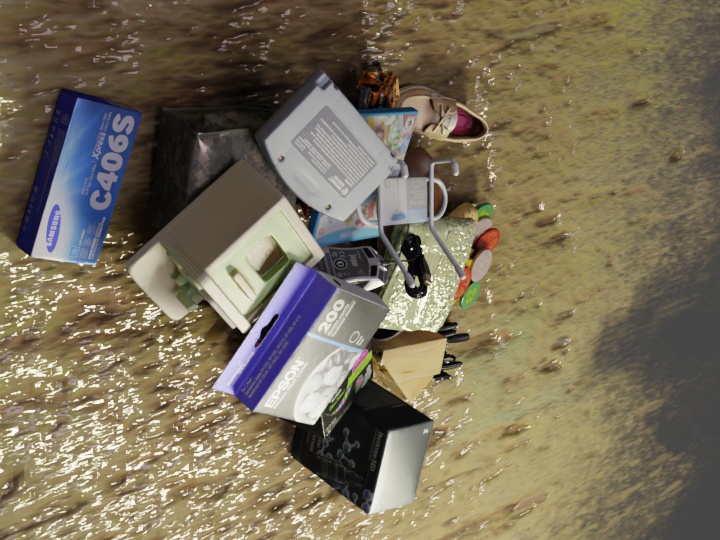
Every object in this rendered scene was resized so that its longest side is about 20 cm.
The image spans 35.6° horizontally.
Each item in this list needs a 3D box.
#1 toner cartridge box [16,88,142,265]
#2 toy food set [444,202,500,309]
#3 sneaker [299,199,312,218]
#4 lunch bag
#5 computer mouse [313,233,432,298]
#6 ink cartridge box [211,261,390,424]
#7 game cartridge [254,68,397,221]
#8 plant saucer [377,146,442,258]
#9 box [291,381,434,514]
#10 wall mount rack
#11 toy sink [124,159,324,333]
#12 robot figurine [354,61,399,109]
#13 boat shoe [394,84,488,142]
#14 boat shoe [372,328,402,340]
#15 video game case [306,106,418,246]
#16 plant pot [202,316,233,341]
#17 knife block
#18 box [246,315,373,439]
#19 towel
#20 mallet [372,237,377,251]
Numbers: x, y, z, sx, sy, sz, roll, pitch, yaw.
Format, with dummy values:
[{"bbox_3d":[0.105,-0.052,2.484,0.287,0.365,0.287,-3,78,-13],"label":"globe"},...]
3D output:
[{"bbox_3d":[-0.341,-0.110,1.358,0.095,0.043,0.201,8,105,-45],"label":"toner cartridge box"},{"bbox_3d":[0.166,-0.023,1.885,0.198,0.049,0.201,0,113,-56],"label":"toy food set"},{"bbox_3d":[-0.065,-0.155,1.589,0.071,0.098,0.201,-33,154,-27],"label":"sneaker"},{"bbox_3d":[-0.164,-0.128,1.470,0.199,0.117,0.165,-8,119,-37],"label":"lunch bag"},{"bbox_3d":[0.000,0.000,1.583,0.199,0.110,0.044,-3,142,-15],"label":"computer mouse"},{"bbox_3d":[-0.071,0.100,1.454,0.199,0.043,0.200,-56,146,7],"label":"ink cartridge box"},{"bbox_3d":[-0.046,-0.153,1.446,0.133,0.041,0.200,-48,137,-3],"label":"game cartridge"},{"bbox_3d":[0.085,-0.090,1.745,0.200,0.036,0.201,-49,148,-46],"label":"plant saucer"},{"bbox_3d":[0.000,0.268,1.780,0.107,0.200,0.149,-4,114,-44],"label":"box"},{"bbox_3d":[0.083,-0.070,1.582,0.199,0.074,0.175,-8,98,-46],"label":"wall mount rack"},{"bbox_3d":[-0.164,-0.010,1.379,0.200,0.112,0.131,-42,140,-8],"label":"toy sink"},{"bbox_3d":[0.019,-0.200,1.621,0.145,0.058,0.201,-71,169,-56],"label":"robot figurine"},{"bbox_3d":[0.125,-0.239,1.733,0.199,0.069,0.074,1,110,-45],"label":"boat shoe"},{"bbox_3d":[0.085,0.038,1.788,0.201,0.074,0.063,-45,178,18],"label":"boat shoe"},{"bbox_3d":[0.001,-0.130,1.555,0.143,0.018,0.201,-12,128,-45],"label":"video game case"},{"bbox_3d":[-0.143,0.025,1.537,0.027,0.200,0.200,41,77,-3],"label":"plant pot"},{"bbox_3d":[0.102,0.126,1.910,0.176,0.064,0.200,-49,136,-15],"label":"knife block"},{"bbox_3d":[-0.071,0.114,1.642,0.149,0.124,0.201,-49,148,-38],"label":"box"},{"bbox_3d":[0.095,0.006,1.714,0.148,0.036,0.201,1,118,-31],"label":"towel"},{"bbox_3d":[-0.022,-0.010,1.738,0.199,0.041,0.066,-17,123,-34],"label":"mallet"}]
